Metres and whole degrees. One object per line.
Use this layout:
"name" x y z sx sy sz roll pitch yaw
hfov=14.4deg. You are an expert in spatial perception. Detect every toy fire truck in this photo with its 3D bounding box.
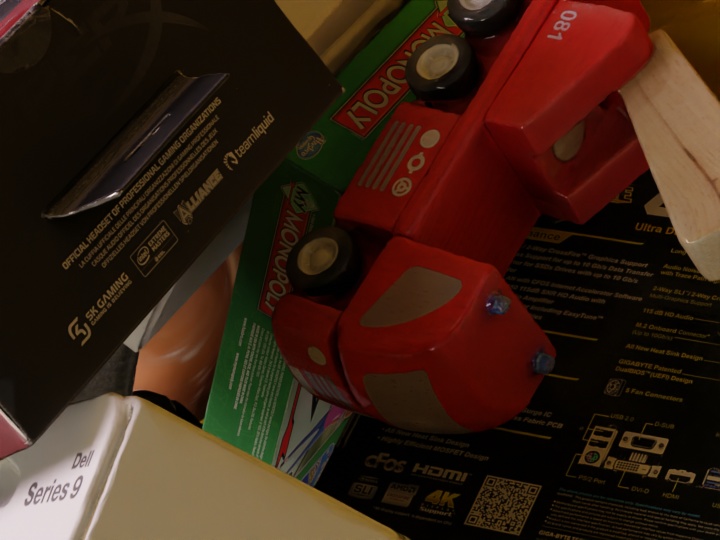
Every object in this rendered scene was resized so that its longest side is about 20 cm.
"toy fire truck" 0.079 -0.037 0.763 0.141 0.200 0.049 16 156 39

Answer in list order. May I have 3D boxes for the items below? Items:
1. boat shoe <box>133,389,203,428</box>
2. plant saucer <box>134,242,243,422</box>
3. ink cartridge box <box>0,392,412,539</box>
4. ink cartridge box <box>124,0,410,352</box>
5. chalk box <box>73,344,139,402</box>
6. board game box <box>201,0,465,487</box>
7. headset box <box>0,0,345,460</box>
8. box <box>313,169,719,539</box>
"boat shoe" -0.073 0.099 1.074 0.066 0.075 0.199 40 166 14
"plant saucer" -0.117 -0.027 1.043 0.200 0.037 0.201 22 137 22
"ink cartridge box" -0.021 0.117 0.733 0.200 0.084 0.146 29 158 -21
"ink cartridge box" -0.086 -0.112 0.858 0.200 0.147 0.146 37 139 6
"chalk box" -0.179 0.012 0.930 0.199 0.124 0.125 0 138 -12
"board game box" 0.000 0.000 0.899 0.029 0.135 0.200 31 139 14
"headset box" -0.107 -0.007 0.740 0.075 0.149 0.200 50 139 -13
"box" 0.103 0.040 0.778 0.199 0.160 0.049 9 141 28
